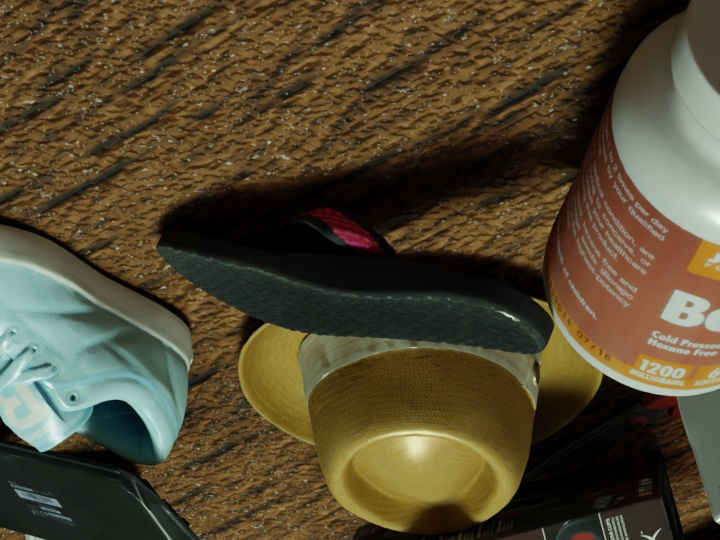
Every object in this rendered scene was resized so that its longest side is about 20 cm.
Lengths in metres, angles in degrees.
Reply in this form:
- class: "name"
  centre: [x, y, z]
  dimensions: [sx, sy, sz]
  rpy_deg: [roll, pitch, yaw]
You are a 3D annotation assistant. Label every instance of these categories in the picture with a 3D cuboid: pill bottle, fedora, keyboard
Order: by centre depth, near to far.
- class: "pill bottle"
  centre: [0.149, -0.038, 1.090]
  dimensions: [0.112, 0.113, 0.200]
  rpy_deg: [3, 151, -8]
- class: "fedora"
  centre: [0.031, 0.078, 1.320]
  dimensions: [0.200, 0.082, 0.201]
  rpy_deg: [-1, 151, 0]
- class: "keyboard"
  centre: [-0.149, 0.128, 1.357]
  dimensions: [0.200, 0.021, 0.127]
  rpy_deg: [9, 140, 45]

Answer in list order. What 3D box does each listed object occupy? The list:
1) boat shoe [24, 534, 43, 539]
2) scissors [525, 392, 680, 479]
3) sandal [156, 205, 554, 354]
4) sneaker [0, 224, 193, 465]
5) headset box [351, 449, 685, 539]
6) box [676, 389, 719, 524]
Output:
- class: "boat shoe"
  centre: [-0.158, 0.173, 1.503]
  dimensions: [0.068, 0.072, 0.200]
  rpy_deg: [11, 155, 8]
- class: "scissors"
  centre: [0.151, 0.070, 1.388]
  dimensions: [0.199, 0.014, 0.073]
  rpy_deg: [-21, 148, 33]
- class: "sandal"
  centre: [0.000, 0.000, 1.197]
  dimensions: [0.199, 0.045, 0.075]
  rpy_deg: [8, 160, 28]
- class: "sneaker"
  centre: [-0.156, 0.038, 1.243]
  dimensions: [0.200, 0.082, 0.074]
  rpy_deg: [23, 142, -37]
- class: "headset box"
  centre: [0.073, 0.165, 1.394]
  dimensions: [0.199, 0.075, 0.149]
  rpy_deg: [-15, -177, 8]
- class: "box"
  centre: [0.247, 0.080, 1.281]
  dimensions: [0.097, 0.125, 0.200]
  rpy_deg: [-32, 140, 26]
